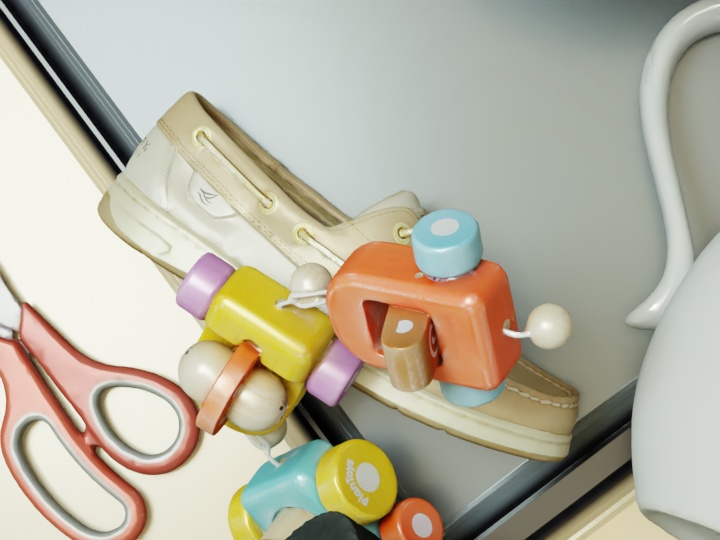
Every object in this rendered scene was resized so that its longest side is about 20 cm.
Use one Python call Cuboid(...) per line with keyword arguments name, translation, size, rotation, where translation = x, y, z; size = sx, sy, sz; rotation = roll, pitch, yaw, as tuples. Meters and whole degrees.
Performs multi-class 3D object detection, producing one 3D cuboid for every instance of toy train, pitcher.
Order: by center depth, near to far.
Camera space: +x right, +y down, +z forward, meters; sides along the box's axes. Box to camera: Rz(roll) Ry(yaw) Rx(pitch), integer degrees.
Cuboid(name="toy train", translation=(0.000, 0.065, 0.862), size=(0.150, 0.056, 0.200), rotation=(14, 134, 26))
Cuboid(name="pitcher", translation=(0.155, 0.004, 0.893), size=(0.171, 0.121, 0.200), rotation=(21, 79, 26))

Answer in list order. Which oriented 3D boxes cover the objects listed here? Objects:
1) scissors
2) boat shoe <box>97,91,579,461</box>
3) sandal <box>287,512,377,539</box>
Cuboid(name="scissors", translation=(-0.144, 0.020, 0.962), size=(0.073, 0.014, 0.200), rotation=(-45, 86, 4))
Cuboid(name="boat shoe", translation=(0.000, 0.000, 0.919), size=(0.200, 0.074, 0.069), rotation=(30, 97, 7))
Cuboid(name="sandal", translation=(-0.072, 0.152, 0.845), size=(0.048, 0.075, 0.200), rotation=(33, 108, -29))
